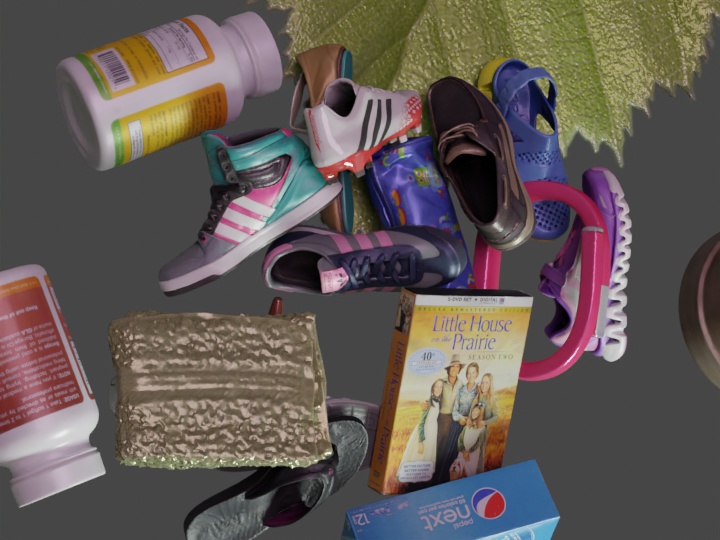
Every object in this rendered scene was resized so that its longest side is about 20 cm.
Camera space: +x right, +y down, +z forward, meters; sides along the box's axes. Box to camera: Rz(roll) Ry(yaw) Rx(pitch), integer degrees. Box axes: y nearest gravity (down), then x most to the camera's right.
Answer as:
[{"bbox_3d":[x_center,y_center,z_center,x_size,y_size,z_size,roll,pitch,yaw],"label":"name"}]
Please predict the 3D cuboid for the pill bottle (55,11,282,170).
[{"bbox_3d":[-0.181,-0.179,1.670,0.199,0.111,0.112,-23,87,-21],"label":"pill bottle"}]

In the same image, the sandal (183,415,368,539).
[{"bbox_3d":[-0.072,0.212,1.625,0.200,0.048,0.075,-36,122,2],"label":"sandal"}]

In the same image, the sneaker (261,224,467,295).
[{"bbox_3d":[0.000,0.000,1.664,0.199,0.082,0.071,-1,114,19],"label":"sneaker"}]

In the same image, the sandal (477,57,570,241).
[{"bbox_3d":[0.175,-0.129,1.793,0.079,0.087,0.201,-14,87,-23],"label":"sandal"}]

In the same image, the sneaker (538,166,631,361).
[{"bbox_3d":[0.225,-0.005,1.772,0.088,0.081,0.201,-1,103,-4],"label":"sneaker"}]

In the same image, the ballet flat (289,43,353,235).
[{"bbox_3d":[-0.039,-0.128,1.743,0.063,0.069,0.201,-2,76,10],"label":"ballet flat"}]

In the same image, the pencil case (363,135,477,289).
[{"bbox_3d":[0.060,-0.035,1.738,0.087,0.078,0.201,-9,80,-54],"label":"pencil case"}]

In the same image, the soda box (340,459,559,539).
[{"bbox_3d":[0.086,0.249,1.681,0.199,0.064,0.068,-14,58,-15],"label":"soda box"}]

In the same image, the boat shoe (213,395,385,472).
[{"bbox_3d":[-0.060,0.153,1.670,0.201,0.065,0.075,-4,109,-18],"label":"boat shoe"}]

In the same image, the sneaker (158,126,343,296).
[{"bbox_3d":[-0.129,-0.072,1.657,0.199,0.084,0.121,-34,103,-3],"label":"sneaker"}]

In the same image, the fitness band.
[{"bbox_3d":[0.177,0.010,1.739,0.037,0.143,0.201,11,82,-57],"label":"fitness band"}]

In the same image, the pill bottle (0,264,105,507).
[{"bbox_3d":[-0.305,0.105,1.572,0.112,0.112,0.201,-20,86,-21],"label":"pill bottle"}]

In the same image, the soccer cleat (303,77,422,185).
[{"bbox_3d":[0.004,-0.153,1.684,0.200,0.068,0.086,-44,117,-54],"label":"soccer cleat"}]

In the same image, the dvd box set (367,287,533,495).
[{"bbox_3d":[0.088,0.116,1.685,0.146,0.029,0.201,2,104,-34],"label":"dvd box set"}]

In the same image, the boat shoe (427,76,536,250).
[{"bbox_3d":[0.116,-0.117,1.737,0.074,0.073,0.201,-32,63,15],"label":"boat shoe"}]

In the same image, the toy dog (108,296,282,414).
[{"bbox_3d":[-0.135,0.081,1.637,0.199,0.132,0.097,-14,106,-29],"label":"toy dog"}]

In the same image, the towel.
[{"bbox_3d":[-0.125,0.108,1.559,0.199,0.036,0.149,0,70,-18],"label":"towel"}]

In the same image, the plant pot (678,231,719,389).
[{"bbox_3d":[0.460,0.033,1.811,0.199,0.173,0.201,4,79,-19],"label":"plant pot"}]
